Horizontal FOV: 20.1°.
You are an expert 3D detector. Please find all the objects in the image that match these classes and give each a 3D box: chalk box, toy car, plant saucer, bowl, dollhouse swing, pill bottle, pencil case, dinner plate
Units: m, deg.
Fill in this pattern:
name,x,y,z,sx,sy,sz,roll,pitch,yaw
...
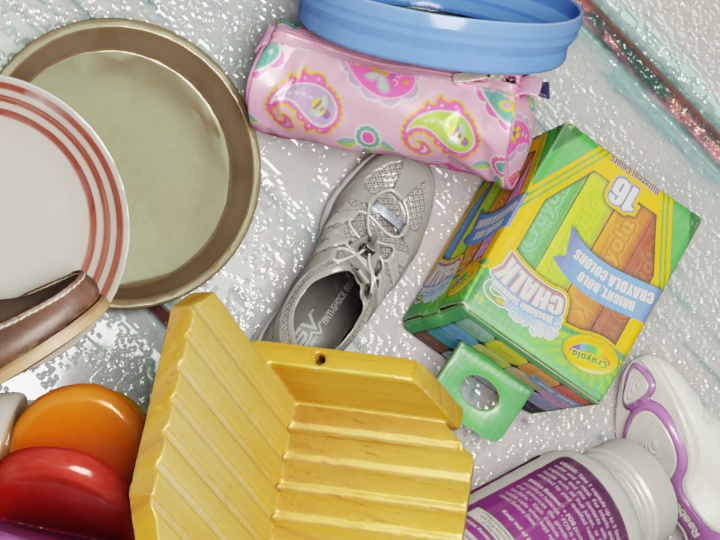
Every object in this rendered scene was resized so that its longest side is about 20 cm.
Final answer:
name,x,y,z,sx,sy,sz,roll,pitch,yaw
chalk box,0.121,0.020,1.420,0.125,0.124,0.200,33,73,-12
toy car,-0.184,0.166,1.268,0.174,0.150,0.201,12,79,0
plant saucer,-0.166,-0.072,1.385,0.199,0.029,0.201,3,82,-19
bowl,0.052,-0.176,1.393,0.200,0.201,0.040,3,110,-19
dollhouse swing,-0.029,0.126,1.246,0.181,0.176,0.201,6,60,8
pill bottle,0.122,0.190,1.397,0.200,0.112,0.113,-23,91,-33
pencil case,0.024,-0.116,1.388,0.199,0.087,0.088,13,77,11
dinner plate,-0.249,-0.030,1.324,0.199,0.024,0.201,0,102,-1

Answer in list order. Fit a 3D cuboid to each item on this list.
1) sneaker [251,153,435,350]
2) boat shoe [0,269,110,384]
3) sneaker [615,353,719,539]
name,x,y,z,sx,sy,sz,roll,pitch,yaw
sneaker,0.000,0.000,1.403,0.075,0.082,0.200,32,74,-12
boat shoe,-0.258,0.052,1.290,0.200,0.070,0.070,-32,98,-1
sneaker,0.256,0.146,1.490,0.099,0.075,0.200,-31,94,-39
